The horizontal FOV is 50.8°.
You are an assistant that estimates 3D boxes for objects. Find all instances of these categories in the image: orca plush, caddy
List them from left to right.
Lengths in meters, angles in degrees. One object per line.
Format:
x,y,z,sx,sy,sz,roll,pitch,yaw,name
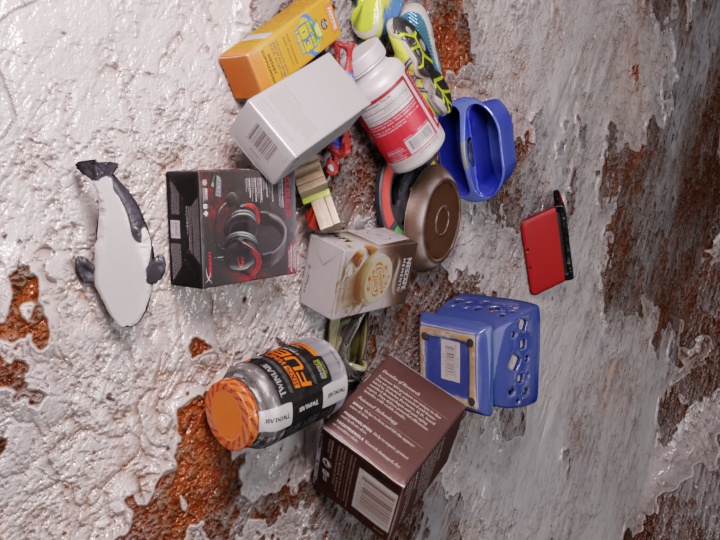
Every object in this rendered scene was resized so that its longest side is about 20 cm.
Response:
-0.295,-0.038,0.918,0.103,0.071,0.204,-19,112,0,orca plush
0.220,-0.236,1.465,0.105,0.138,0.205,-35,121,-48,caddy

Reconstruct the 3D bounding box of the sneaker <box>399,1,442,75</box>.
0.110,-0.376,1.359,0.082,0.074,0.204,-76,159,-51,sneaker

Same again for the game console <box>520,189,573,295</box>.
0.460,-0.072,1.887,0.173,0.115,0.205,-76,155,-63,game console

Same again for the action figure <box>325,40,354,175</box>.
-0.041,-0.251,1.187,0.051,0.065,0.206,-14,115,-37,action figure

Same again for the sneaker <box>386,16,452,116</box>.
0.087,-0.334,1.288,0.201,0.075,0.077,54,33,-37,sneaker

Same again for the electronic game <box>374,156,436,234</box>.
0.090,-0.141,1.389,0.198,0.041,0.206,-10,103,-51,electronic game

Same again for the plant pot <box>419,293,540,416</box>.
0.223,0.165,1.482,0.177,0.197,0.206,-11,104,-43,plant pot

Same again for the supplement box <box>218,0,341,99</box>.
-0.111,-0.324,1.092,0.201,0.067,0.068,-51,131,-37,supplement box

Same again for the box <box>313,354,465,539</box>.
0.046,0.290,1.252,0.199,0.162,0.169,-40,151,-41,box

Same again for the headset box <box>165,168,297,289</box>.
-0.166,-0.064,1.048,0.198,0.074,0.153,-9,101,-51,headset box

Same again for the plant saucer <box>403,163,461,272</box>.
0.142,-0.094,1.420,0.199,0.031,0.206,-27,123,-53,plant saucer

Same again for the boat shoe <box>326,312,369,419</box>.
-0.021,0.158,1.267,0.071,0.065,0.207,1,94,-54,boat shoe

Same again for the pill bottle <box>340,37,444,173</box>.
0.047,-0.272,1.250,0.202,0.111,0.113,54,54,-24,pill bottle

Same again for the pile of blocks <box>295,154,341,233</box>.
-0.088,-0.145,1.164,0.061,0.082,0.205,-19,105,-2,pile of blocks

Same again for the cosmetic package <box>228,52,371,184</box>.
-0.081,-0.216,1.062,0.102,0.074,0.200,49,45,-2,cosmetic package

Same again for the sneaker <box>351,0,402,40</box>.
0.027,-0.483,1.255,0.104,0.074,0.206,-14,113,-62,sneaker

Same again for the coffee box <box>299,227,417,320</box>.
0.000,0.000,1.248,0.198,0.079,0.117,-10,117,-50,coffee box

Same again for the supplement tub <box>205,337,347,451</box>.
-0.120,0.179,1.100,0.198,0.120,0.126,-17,108,-50,supplement tub
